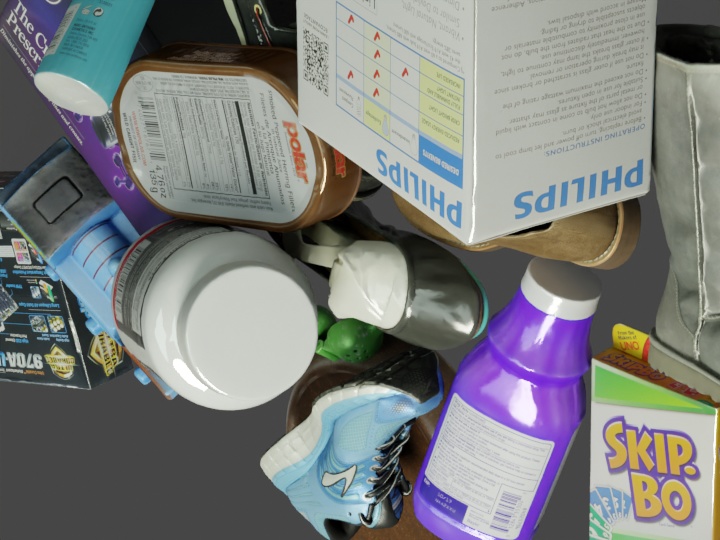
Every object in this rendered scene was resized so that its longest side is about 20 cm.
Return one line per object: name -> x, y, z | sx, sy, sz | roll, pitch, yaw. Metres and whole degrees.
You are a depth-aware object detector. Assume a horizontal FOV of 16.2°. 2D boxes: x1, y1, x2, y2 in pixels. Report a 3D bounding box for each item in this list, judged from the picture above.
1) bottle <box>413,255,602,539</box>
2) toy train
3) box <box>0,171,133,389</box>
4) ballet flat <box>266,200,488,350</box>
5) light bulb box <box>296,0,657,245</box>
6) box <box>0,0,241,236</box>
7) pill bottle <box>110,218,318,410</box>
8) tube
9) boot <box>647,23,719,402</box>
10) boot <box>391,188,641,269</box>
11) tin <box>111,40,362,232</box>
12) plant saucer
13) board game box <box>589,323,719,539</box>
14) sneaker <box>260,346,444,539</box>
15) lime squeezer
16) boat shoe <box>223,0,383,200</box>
bottle -> 0.095, 0.082, 1.547 | 0.083, 0.065, 0.201 | 25, 124, 12
toy train -> -0.166, 0.003, 1.758 | 0.200, 0.087, 0.114 | 47, 177, 21
box -> -0.268, 0.005, 1.933 | 0.200, 0.046, 0.160 | 1, 110, 48
ballet flat -> 0.000, 0.000, 1.575 | 0.200, 0.068, 0.068 | 33, 118, 53
light bulb box -> 0.060, -0.152, 1.393 | 0.198, 0.124, 0.201 | 38, 136, 51
box -> -0.145, -0.138, 1.701 | 0.200, 0.079, 0.141 | 53, 137, 14
pill bottle -> -0.089, 0.028, 1.589 | 0.200, 0.110, 0.111 | -158, 50, -74
tube -> -0.146, -0.196, 1.610 | 0.077, 0.201, 0.050 | 3, 153, 43
boot -> 0.220, -0.023, 1.369 | 0.181, 0.072, 0.201 | 21, 117, 40
boot -> 0.072, -0.045, 1.487 | 0.200, 0.075, 0.074 | 14, 96, 53
tin -> -0.081, -0.082, 1.573 | 0.200, 0.042, 0.112 | 7, 119, 45
plant saucer -> 0.015, 0.130, 1.693 | 0.200, 0.034, 0.201 | 24, 125, 40
board game box -> 0.181, 0.136, 1.518 | 0.095, 0.030, 0.201 | 22, 122, 40
sneaker -> 0.011, 0.115, 1.608 | 0.090, 0.078, 0.200 | 58, 149, 11
lime squeezer -> -0.018, 0.024, 1.655 | 0.200, 0.038, 0.071 | 1, 88, 49
boat shoe -> -0.032, -0.141, 1.573 | 0.063, 0.073, 0.202 | -31, 81, 59
